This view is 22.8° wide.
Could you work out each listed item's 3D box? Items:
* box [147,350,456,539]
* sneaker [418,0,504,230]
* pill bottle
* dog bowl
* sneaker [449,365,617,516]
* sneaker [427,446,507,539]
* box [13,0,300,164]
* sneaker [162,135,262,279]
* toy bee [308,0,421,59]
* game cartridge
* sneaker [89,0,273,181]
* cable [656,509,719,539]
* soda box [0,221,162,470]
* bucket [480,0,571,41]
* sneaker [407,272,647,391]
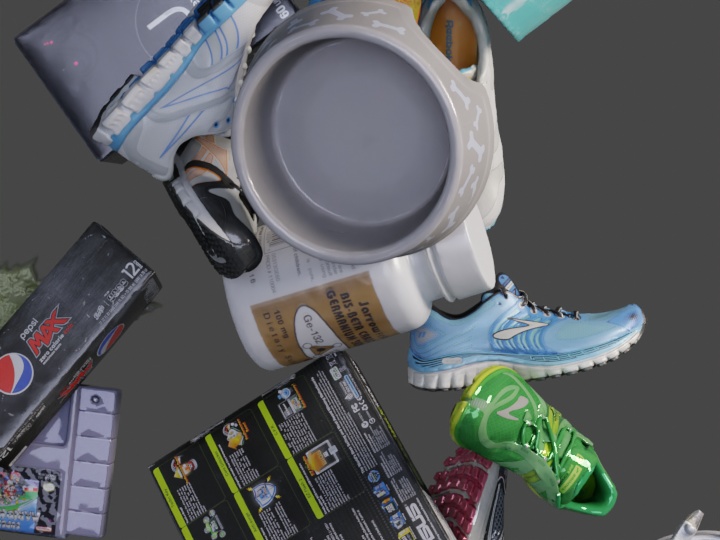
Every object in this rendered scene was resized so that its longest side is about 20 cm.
[{"bbox_3d":[-0.046,0.194,1.434,0.192,0.048,0.201,-34,64,4],"label":"box"},{"bbox_3d":[0.075,-0.128,1.441,0.076,0.081,0.202,-9,92,1],"label":"sneaker"},{"bbox_3d":[0.000,0.000,1.416,0.198,0.114,0.115,-17,90,13],"label":"pill bottle"},{"bbox_3d":[-0.005,-0.096,1.301,0.198,0.059,0.202,5,108,15],"label":"dog bowl"},{"bbox_3d":[0.142,0.135,1.393,0.083,0.200,0.074,25,82,45],"label":"sneaker"},{"bbox_3d":[0.093,0.239,1.458,0.074,0.080,0.202,8,90,-27],"label":"sneaker"},{"bbox_3d":[-0.158,-0.192,1.438,0.199,0.106,0.123,-37,90,3],"label":"box"},{"bbox_3d":[-0.108,-0.064,1.404,0.080,0.200,0.074,-27,124,-6],"label":"sneaker"},{"bbox_3d":[0.011,-0.185,1.370,0.108,0.200,0.132,2,57,-34],"label":"toy bee"},{"bbox_3d":[-0.304,0.151,1.491,0.198,0.038,0.131,6,87,3],"label":"game cartridge"},{"bbox_3d":[-0.111,-0.152,1.360,0.087,0.075,0.200,41,97,-17],"label":"sneaker"},{"bbox_3d":[0.279,0.311,1.447,0.200,0.069,0.200,-42,90,4],"label":"cable"},{"bbox_3d":[-0.251,0.062,1.447,0.071,0.063,0.200,38,80,10],"label":"soda box"},{"bbox_3d":[0.112,-0.288,1.381,0.135,0.207,0.207,-43,89,8],"label":"bucket"},{"bbox_3d":[0.133,0.044,1.445,0.198,0.078,0.091,-7,88,3],"label":"sneaker"}]
